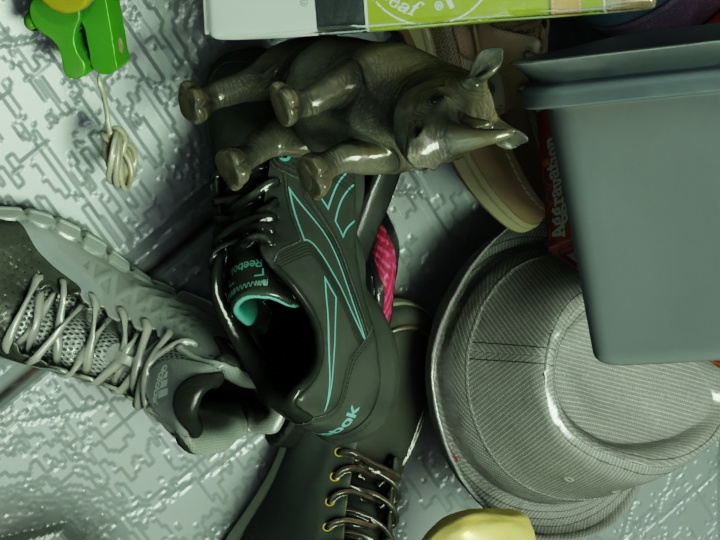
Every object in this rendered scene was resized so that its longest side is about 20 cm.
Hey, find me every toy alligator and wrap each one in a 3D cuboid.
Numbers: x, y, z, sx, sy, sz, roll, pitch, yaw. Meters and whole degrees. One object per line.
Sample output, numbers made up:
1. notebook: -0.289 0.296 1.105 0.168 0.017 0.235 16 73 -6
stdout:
1. toy alligator: -0.137 -0.134 0.984 0.054 0.059 0.202 6 112 16

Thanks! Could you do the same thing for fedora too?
1. fedora: 0.130 0.058 1.123 0.199 0.090 0.179 24 76 -38

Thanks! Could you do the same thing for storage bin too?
1. storage bin: 0.161 -0.040 0.942 0.144 0.200 0.136 -5 99 20

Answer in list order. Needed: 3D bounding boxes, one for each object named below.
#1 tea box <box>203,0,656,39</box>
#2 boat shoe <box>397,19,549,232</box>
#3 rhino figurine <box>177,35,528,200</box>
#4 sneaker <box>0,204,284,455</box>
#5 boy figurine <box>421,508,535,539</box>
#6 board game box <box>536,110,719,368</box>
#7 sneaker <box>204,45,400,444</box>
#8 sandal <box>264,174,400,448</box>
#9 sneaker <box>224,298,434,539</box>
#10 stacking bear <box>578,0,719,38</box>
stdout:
1. tea box: 0.027 -0.208 0.933 0.195 0.134 0.202 -5 97 4
2. boat shoe: 0.063 -0.111 1.063 0.064 0.071 0.201 -18 116 20
3. rhino figurine: 0.004 -0.070 0.924 0.087 0.199 0.060 -24 109 -28
4. sneaker: -0.116 0.032 1.003 0.199 0.115 0.076 20 99 -31
5. boy figurine: 0.036 0.196 1.125 0.064 0.125 0.201 -4 128 -28
6. board game box: 0.155 -0.018 1.083 0.199 0.019 0.104 32 46 -42
7. sneaker: -0.036 -0.017 1.005 0.079 0.075 0.202 7 61 -59
8. sandal: 0.000 0.000 1.078 0.045 0.075 0.202 19 94 -22
9. sneaker: 0.002 0.118 1.096 0.074 0.106 0.201 27 92 -30
10. stacking bear: 0.120 -0.191 1.061 0.200 0.121 0.114 47 42 -26
